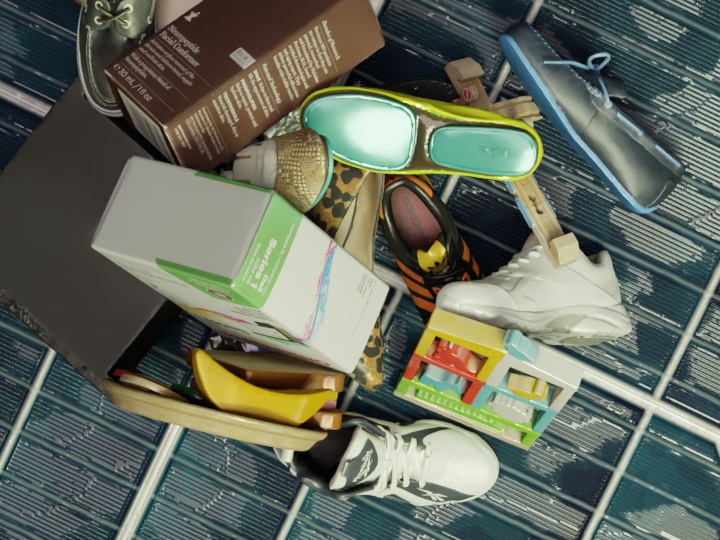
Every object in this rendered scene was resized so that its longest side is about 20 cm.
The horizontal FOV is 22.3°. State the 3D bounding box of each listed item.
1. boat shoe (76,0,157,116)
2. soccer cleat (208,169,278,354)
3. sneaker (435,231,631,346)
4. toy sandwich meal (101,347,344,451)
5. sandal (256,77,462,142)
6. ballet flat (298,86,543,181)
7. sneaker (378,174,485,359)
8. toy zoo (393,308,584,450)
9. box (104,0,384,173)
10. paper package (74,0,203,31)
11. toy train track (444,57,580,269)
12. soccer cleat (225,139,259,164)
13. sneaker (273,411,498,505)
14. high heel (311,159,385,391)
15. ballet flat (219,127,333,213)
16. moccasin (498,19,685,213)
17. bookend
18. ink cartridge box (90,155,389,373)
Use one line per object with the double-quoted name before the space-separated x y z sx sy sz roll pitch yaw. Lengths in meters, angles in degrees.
"boat shoe" -0.194 -0.223 1.468 0.068 0.057 0.200 8 97 3
"soccer cleat" -0.103 0.001 1.591 0.084 0.065 0.201 -17 90 -25
"sneaker" 0.139 0.012 1.537 0.200 0.078 0.100 4 74 -40
"toy sandwich meal" -0.105 0.093 1.462 0.205 0.205 0.070 14 87 2
"sandal" 0.007 -0.120 1.545 0.200 0.048 0.075 -2 118 -16
"ballet flat" 0.048 -0.112 1.480 0.200 0.067 0.067 9 109 -3
"sneaker" 0.067 0.003 1.557 0.070 0.090 0.200 -29 93 5
"toy zoo" 0.106 0.088 1.516 0.131 0.200 0.020 22 66 1
"box" -0.091 -0.170 1.457 0.200 0.075 0.100 -37 50 -14
"paper package" -0.161 -0.287 1.538 0.200 0.103 0.191 36 96 -1
"toy train track" 0.131 -0.096 1.528 0.115 0.033 0.200 -18 74 -33
"soccer cleat" -0.070 -0.179 1.558 0.077 0.069 0.200 30 100 -11
"sneaker" 0.019 0.164 1.554 0.199 0.130 0.080 18 97 1
"high heel" 0.000 0.000 1.536 0.071 0.142 0.200 -23 89 -38
"ballet flat" -0.078 -0.072 1.476 0.065 0.200 0.071 3 80 -17
"moccasin" 0.198 -0.140 1.553 0.068 0.080 0.200 -41 106 1
"bookend" -0.210 -0.031 1.550 0.199 0.092 0.200 40 98 9
"ink cartridge box" -0.090 -0.002 1.437 0.145 0.200 0.084 15 76 33
